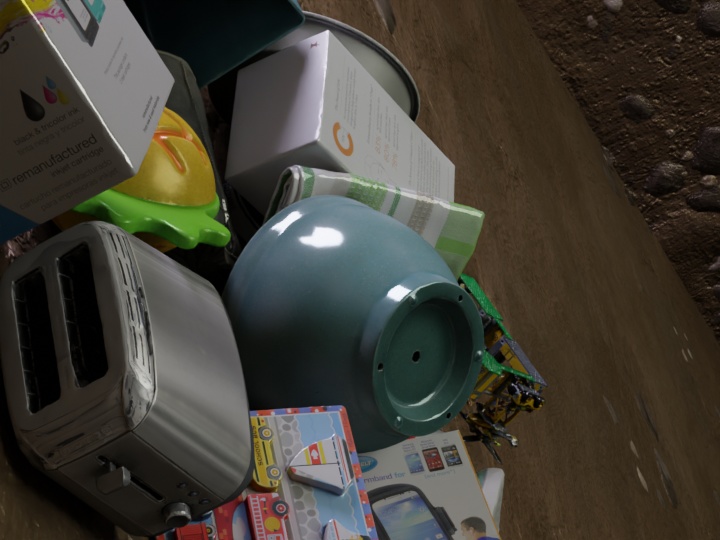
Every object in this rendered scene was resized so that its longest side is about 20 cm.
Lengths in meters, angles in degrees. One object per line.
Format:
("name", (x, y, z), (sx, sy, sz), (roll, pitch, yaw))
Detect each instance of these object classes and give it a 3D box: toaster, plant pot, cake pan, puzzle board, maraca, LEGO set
("toaster", (-0.147, 0.057, 1.224), (0.129, 0.113, 0.201), (40, 30, -51))
("plant pot", (-0.162, -0.274, 1.638), (0.141, 0.141, 0.201), (46, 17, -49))
("cake pan", (-0.048, -0.155, 1.742), (0.200, 0.199, 0.037), (49, 49, -44))
("puzzle board", (-0.059, 0.178, 1.301), (0.017, 0.150, 0.201), (112, -31, -53))
("maraca", (-0.156, -0.057, 1.327), (0.136, 0.108, 0.200), (10, 17, -21))
("LEGO set", (0.065, 0.081, 1.765), (0.200, 0.116, 0.154), (53, 19, 27))
("plant pot", (0.008, 0.053, 1.500), (0.200, 0.134, 0.201), (-14, 111, -42))

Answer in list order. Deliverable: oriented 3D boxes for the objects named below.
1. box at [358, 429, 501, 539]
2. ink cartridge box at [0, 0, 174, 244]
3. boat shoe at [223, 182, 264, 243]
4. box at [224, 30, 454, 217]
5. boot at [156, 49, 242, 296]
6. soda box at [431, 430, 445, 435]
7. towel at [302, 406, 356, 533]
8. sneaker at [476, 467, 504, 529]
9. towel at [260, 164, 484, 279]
("box", (0.039, 0.196, 1.507), (0.200, 0.118, 0.042), (-110, -165, -44))
("ink cartridge box", (-0.232, -0.137, 1.179), (0.200, 0.146, 0.146), (57, 18, -22))
("boat shoe", (-0.050, -0.040, 1.753), (0.199, 0.068, 0.074), (43, 27, -52))
("box", (-0.013, -0.082, 1.664), (0.200, 0.097, 0.125), (44, 37, -39))
("boot", (-0.145, -0.087, 1.521), (0.182, 0.072, 0.201), (62, 15, -66))
("soda box", (0.028, 0.168, 1.695), (0.200, 0.068, 0.064), (31, 36, -62))
("towel", (-0.022, 0.205, 1.430), (0.200, 0.030, 0.147), (95, -16, -58))
("sneaker", (0.051, 0.207, 1.605), (0.200, 0.118, 0.074), (-51, 145, -68))
("towel", (0.000, 0.000, 1.600), (0.199, 0.150, 0.031), (11, 20, -35))
